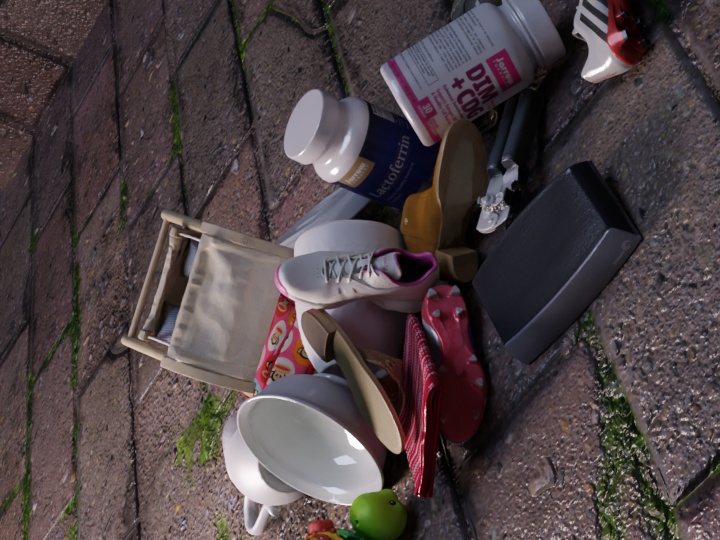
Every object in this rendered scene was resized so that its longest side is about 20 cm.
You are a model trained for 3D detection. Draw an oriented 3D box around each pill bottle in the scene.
[{"bbox_3d":[0.134,-0.245,1.592,0.199,0.114,0.114,-31,37,7],"label":"pill bottle"},{"bbox_3d":[0.009,-0.155,1.739,0.116,0.199,0.116,-40,40,44],"label":"pill bottle"}]

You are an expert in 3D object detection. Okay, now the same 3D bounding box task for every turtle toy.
[{"bbox_3d":[-0.021,0.334,1.540,0.200,0.102,0.145,-38,35,-29],"label":"turtle toy"}]

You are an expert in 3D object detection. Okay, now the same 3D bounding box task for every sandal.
[{"bbox_3d":[0.015,0.113,1.575,0.212,0.069,0.078,50,149,29],"label":"sandal"}]

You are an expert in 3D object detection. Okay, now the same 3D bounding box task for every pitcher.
[{"bbox_3d":[-0.125,0.276,1.810,0.200,0.120,0.173,167,99,-70],"label":"pitcher"}]

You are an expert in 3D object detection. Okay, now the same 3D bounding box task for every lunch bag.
[{"bbox_3d":[-0.118,0.087,1.870,0.177,0.082,0.200,-65,27,7],"label":"lunch bag"}]

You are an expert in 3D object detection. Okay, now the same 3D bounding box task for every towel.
[{"bbox_3d":[0.064,0.150,1.530,0.200,0.022,0.146,-107,20,-68],"label":"towel"}]

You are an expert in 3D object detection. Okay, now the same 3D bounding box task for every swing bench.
[{"bbox_3d":[-0.207,0.038,1.818,0.200,0.129,0.200,17,90,59],"label":"swing bench"}]

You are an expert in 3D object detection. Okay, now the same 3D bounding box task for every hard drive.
[{"bbox_3d":[0.202,-0.010,1.444,0.200,0.042,0.135,-52,44,30],"label":"hard drive"}]

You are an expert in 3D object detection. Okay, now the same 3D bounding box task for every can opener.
[{"bbox_3d":[0.179,-0.120,1.569,0.053,0.066,0.201,-24,43,48],"label":"can opener"}]

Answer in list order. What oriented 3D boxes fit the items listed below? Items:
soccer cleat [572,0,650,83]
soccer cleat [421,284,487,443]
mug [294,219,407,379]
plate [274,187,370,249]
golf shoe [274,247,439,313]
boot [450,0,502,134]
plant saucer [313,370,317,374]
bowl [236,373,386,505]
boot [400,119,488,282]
[{"bbox_3d":[0.271,-0.301,1.507,0.085,0.068,0.201,-33,49,43],"label":"soccer cleat"},{"bbox_3d":[0.106,0.111,1.553,0.077,0.066,0.201,87,176,-60],"label":"soccer cleat"},{"bbox_3d":[-0.011,0.058,1.723,0.200,0.147,0.176,98,171,-64],"label":"mug"},{"bbox_3d":[-0.054,-0.068,1.861,0.199,0.032,0.200,-30,13,48],"label":"plate"},{"bbox_3d":[0.000,0.000,1.587,0.092,0.199,0.076,120,147,-58],"label":"golf shoe"},{"bbox_3d":[0.159,-0.284,1.693,0.182,0.072,0.201,129,156,-56],"label":"boot"},{"bbox_3d":[-0.087,0.116,1.917,0.200,0.032,0.201,-39,41,45],"label":"plant saucer"},{"bbox_3d":[-0.045,0.191,1.654,0.201,0.201,0.091,-31,21,50],"label":"bowl"},{"bbox_3d":[0.092,-0.087,1.633,0.144,0.070,0.203,-156,62,-63],"label":"boot"}]
